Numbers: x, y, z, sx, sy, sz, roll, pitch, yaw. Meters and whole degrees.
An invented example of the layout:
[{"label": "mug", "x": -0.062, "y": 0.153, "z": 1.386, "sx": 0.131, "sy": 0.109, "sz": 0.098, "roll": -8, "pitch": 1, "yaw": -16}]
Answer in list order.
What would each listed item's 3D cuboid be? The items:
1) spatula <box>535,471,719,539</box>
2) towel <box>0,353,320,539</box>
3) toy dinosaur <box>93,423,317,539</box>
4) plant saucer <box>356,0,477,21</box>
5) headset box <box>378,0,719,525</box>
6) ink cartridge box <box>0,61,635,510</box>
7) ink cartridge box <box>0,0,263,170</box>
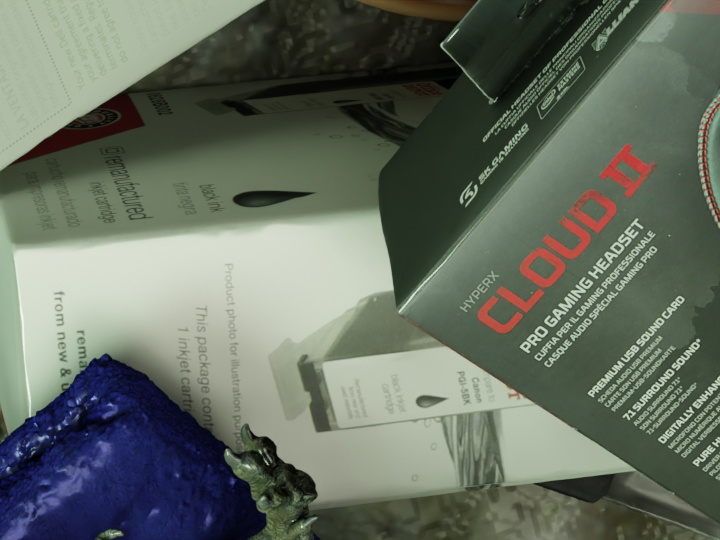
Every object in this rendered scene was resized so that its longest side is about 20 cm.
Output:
[{"label": "spatula", "x": 0.091, "y": 0.071, "z": 0.904, "sx": 0.200, "sy": 0.021, "sz": 0.057, "roll": 21, "pitch": 89, "yaw": -14}, {"label": "towel", "x": -0.054, "y": 0.126, "z": 0.743, "sx": 0.148, "sy": 0.050, "sz": 0.200, "roll": -43, "pitch": 124, "yaw": -1}, {"label": "toy dinosaur", "x": -0.022, "y": 0.092, "z": 0.686, "sx": 0.200, "sy": 0.047, "sz": 0.088, "roll": 26, "pitch": 116, "yaw": -33}, {"label": "plant saucer", "x": 0.033, "y": -0.170, "z": 0.816, "sx": 0.200, "sy": 0.032, "sz": 0.201, "roll": -3, "pitch": 106, "yaw": -12}, {"label": "headset box", "x": 0.111, "y": -0.018, "z": 0.683, "sx": 0.200, "sy": 0.075, "sz": 0.149, "roll": 34, "pitch": 111, "yaw": -19}, {"label": "ink cartridge box", "x": 0.000, "y": 0.000, "z": 0.799, "sx": 0.200, "sy": 0.147, "sz": 0.083, "roll": -6, "pitch": 109, "yaw": -10}, {"label": "ink cartridge box", "x": -0.101, "y": -0.097, "z": 0.720, "sx": 0.200, "sy": 0.048, "sz": 0.146, "roll": -34, "pitch": 131, "yaw": -16}]
